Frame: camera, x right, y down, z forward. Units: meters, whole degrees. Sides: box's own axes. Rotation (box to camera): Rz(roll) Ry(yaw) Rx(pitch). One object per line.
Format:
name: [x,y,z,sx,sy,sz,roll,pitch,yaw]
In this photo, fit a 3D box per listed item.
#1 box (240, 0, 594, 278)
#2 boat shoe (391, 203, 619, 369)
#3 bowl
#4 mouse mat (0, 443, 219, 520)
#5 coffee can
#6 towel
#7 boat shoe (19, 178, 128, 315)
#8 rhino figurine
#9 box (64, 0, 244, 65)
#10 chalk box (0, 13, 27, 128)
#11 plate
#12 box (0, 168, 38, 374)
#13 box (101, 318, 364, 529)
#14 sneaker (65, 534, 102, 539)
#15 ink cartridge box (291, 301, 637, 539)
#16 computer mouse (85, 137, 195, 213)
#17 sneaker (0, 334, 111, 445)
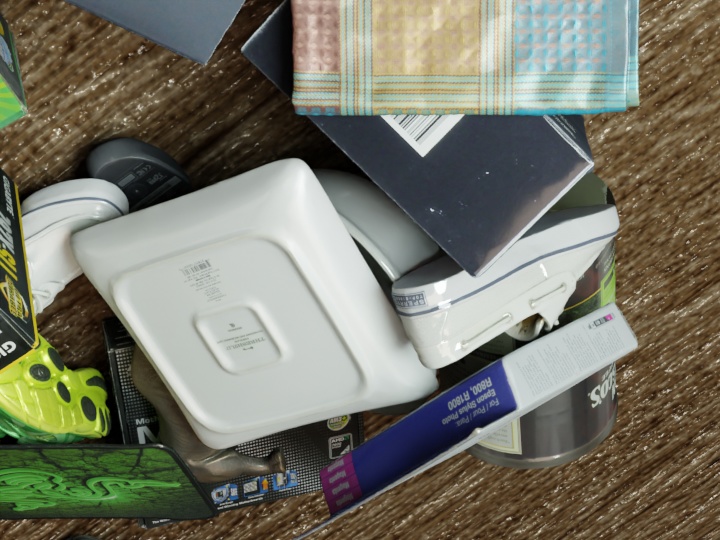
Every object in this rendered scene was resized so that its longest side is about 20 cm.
box: [0.043,-0.116,0.932,0.200,0.182,0.104,44,105,-4]
boat shoe: [0.105,0.011,0.971,0.200,0.071,0.070,-25,105,-41]
bowl: [0.000,0.000,1.046,0.090,0.201,0.202,-42,136,-30]
mouse mat: [-0.221,0.165,1.124,0.199,0.008,0.161,-1,152,10]
coffee can: [0.127,0.033,1.138,0.146,0.147,0.201,-15,128,-8]
towel: [0.059,-0.160,0.816,0.199,0.022,0.147,-1,100,4]
boat shoe: [-0.244,0.010,1.027,0.200,0.066,0.074,-34,131,19]
rhino figurine: [-0.124,0.080,1.085,0.087,0.060,0.201,-16,123,4]
box: [-0.158,-0.240,0.808,0.196,0.200,0.118,22,115,-30]
chalk box: [-0.288,-0.134,0.887,0.124,0.125,0.200,-28,127,2]
plate: [-0.077,0.037,0.977,0.199,0.032,0.200,-16,119,29]
box: [-0.294,0.021,0.949,0.159,0.200,0.049,-34,127,6]
box: [-0.097,0.108,1.178,0.199,0.048,0.194,-10,128,-12]
sneaker: [-0.215,0.265,1.238,0.199,0.067,0.091,-7,129,-11]
ink cartridge box: [0.065,0.102,0.994,0.200,0.043,0.196,-18,165,-49]
computer mouse: [-0.127,-0.041,1.075,0.058,0.034,0.200,-31,136,17]
sneaker: [-0.246,0.097,1.062,0.083,0.074,0.200,-16,161,6]
